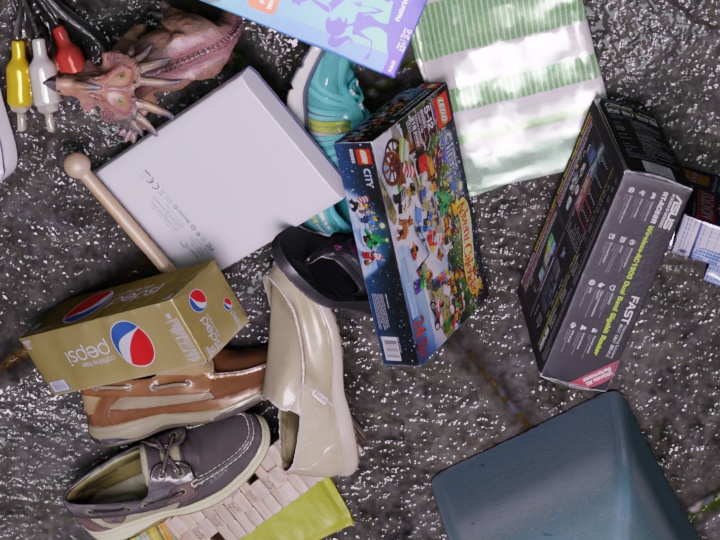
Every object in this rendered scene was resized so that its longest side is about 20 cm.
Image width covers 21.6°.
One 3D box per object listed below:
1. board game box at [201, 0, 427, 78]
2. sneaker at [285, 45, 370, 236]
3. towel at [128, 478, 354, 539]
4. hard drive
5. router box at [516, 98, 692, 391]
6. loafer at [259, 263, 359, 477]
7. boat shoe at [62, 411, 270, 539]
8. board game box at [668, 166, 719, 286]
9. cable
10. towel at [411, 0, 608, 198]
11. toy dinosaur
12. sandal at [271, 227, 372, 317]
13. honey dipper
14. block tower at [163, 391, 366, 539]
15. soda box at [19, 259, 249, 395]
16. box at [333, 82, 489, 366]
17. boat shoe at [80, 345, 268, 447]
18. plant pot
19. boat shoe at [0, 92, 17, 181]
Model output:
[{"bbox_3d":[-0.038,-0.245,1.343,0.200,0.045,0.152,21,109,-5],"label":"board game box"},{"bbox_3d":[-0.015,-0.121,1.575,0.080,0.077,0.200,23,121,23],"label":"sneaker"},{"bbox_3d":[-0.111,0.243,1.744,0.200,0.018,0.086,-27,108,9],"label":"towel"},{"bbox_3d":[-0.122,-0.073,1.585,0.200,0.025,0.132,-29,109,36],"label":"hard drive"},{"bbox_3d":[0.198,-0.022,1.566,0.062,0.150,0.200,14,116,-12],"label":"router box"},{"bbox_3d":[-0.053,0.089,1.600,0.068,0.076,0.200,-18,103,-20],"label":"loafer"},{"bbox_3d":[-0.174,0.179,1.665,0.201,0.072,0.066,-28,143,18],"label":"boat shoe"},{"bbox_3d":[0.315,-0.028,1.574,0.199,0.200,0.062,19,108,9],"label":"board game box"},{"bbox_3d":[-0.268,-0.216,1.562,0.097,0.050,0.200,-13,110,10],"label":"cable"},{"bbox_3d":[0.125,-0.170,1.593,0.152,0.023,0.200,-14,109,5],"label":"towel"},{"bbox_3d":[-0.153,-0.170,1.524,0.200,0.136,0.086,-35,101,-9],"label":"toy dinosaur"},{"bbox_3d":[0.000,-0.001,1.589,0.048,0.075,0.200,-41,144,23],"label":"sandal"},{"bbox_3d":[-0.182,-0.023,1.609,0.038,0.038,0.200,-36,102,12],"label":"honey dipper"},{"bbox_3d":[-0.083,0.187,1.695,0.200,0.054,0.058,-38,96,10],"label":"block tower"},{"bbox_3d":[-0.193,0.050,1.599,0.200,0.068,0.064,-13,113,40],"label":"soda box"},{"bbox_3d":[0.046,-0.040,1.569,0.038,0.137,0.200,1,116,31],"label":"box"},{"bbox_3d":[-0.156,0.095,1.663,0.200,0.076,0.074,-17,105,6],"label":"boat shoe"},{"bbox_3d":[0.192,0.262,1.653,0.196,0.200,0.196,-27,108,10],"label":"plant pot"},{"bbox_3d":[-0.348,-0.158,1.568,0.072,0.066,0.200,5,118,32],"label":"boat shoe"}]
